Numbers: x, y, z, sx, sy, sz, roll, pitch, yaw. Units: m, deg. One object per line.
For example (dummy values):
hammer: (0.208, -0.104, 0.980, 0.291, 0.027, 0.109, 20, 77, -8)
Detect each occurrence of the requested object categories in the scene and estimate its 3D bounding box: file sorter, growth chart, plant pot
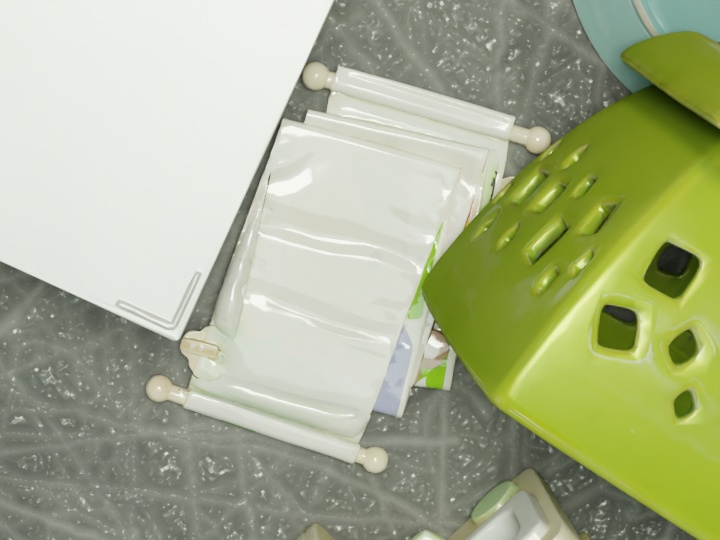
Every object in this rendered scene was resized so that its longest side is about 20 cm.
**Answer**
file sorter: (-0.104, -0.095, 1.128, 0.138, 0.125, 0.201, 25, 95, -6)
growth chart: (0.000, 0.000, 1.203, 0.144, 0.018, 0.201, 24, 96, -8)
plant pot: (0.167, 0.010, 1.114, 0.199, 0.200, 0.182, 33, 98, -15)

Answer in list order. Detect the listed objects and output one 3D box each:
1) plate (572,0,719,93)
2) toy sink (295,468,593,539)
plate: (0.192, -0.151, 1.158, 0.199, 0.026, 0.201, 5, 112, 12)
toy sink: (0.077, 0.175, 1.178, 0.112, 0.130, 0.200, -42, 98, 2)
